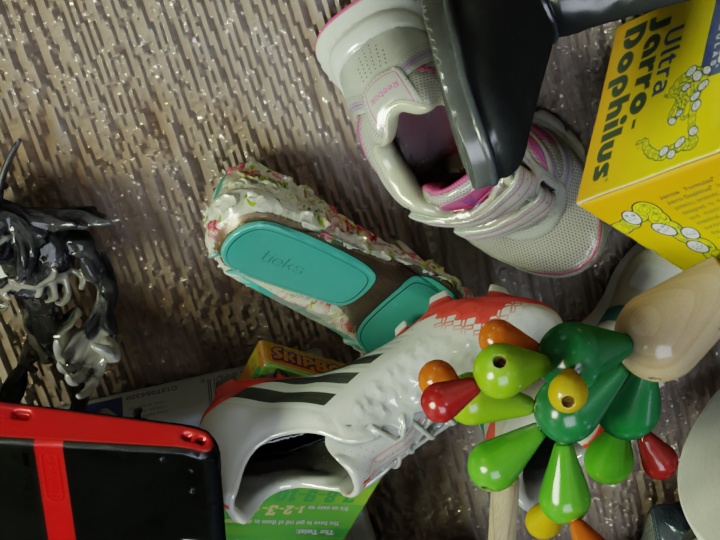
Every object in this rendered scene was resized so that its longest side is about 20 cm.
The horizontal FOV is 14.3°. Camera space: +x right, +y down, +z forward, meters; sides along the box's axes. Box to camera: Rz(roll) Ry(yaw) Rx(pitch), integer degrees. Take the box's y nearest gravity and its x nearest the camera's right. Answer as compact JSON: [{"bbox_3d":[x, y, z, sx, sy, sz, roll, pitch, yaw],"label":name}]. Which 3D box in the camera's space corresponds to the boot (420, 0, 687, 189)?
[{"bbox_3d":[0.130,-0.128,1.357,0.199,0.165,0.066,-13,140,3],"label":"boot"}]

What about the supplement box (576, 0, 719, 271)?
[{"bbox_3d":[0.224,-0.047,1.447,0.200,0.109,0.109,30,150,-28],"label":"supplement box"}]

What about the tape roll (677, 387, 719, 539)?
[{"bbox_3d":[0.267,0.096,1.534,0.202,0.203,0.037,-25,124,12],"label":"tape roll"}]

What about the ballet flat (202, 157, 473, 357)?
[{"bbox_3d":[0.000,0.000,1.504,0.076,0.064,0.200,-39,126,23],"label":"ballet flat"}]

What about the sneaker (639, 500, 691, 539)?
[{"bbox_3d":[0.157,0.219,1.699,0.086,0.078,0.200,2,129,-6],"label":"sneaker"}]

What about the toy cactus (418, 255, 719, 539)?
[{"bbox_3d":[0.122,0.060,1.420,0.165,0.102,0.200,-39,141,8],"label":"toy cactus"}]

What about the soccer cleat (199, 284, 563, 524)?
[{"bbox_3d":[0.013,0.072,1.469,0.199,0.085,0.069,-18,132,5],"label":"soccer cleat"}]

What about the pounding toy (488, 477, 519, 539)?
[{"bbox_3d":[0.054,0.225,1.591,0.142,0.201,0.184,-18,174,6],"label":"pounding toy"}]

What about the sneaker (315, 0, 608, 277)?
[{"bbox_3d":[0.055,-0.050,1.455,0.081,0.088,0.200,-38,125,21],"label":"sneaker"}]

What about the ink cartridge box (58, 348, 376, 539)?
[{"bbox_3d":[-0.094,0.147,1.625,0.196,0.043,0.200,-13,128,2],"label":"ink cartridge box"}]

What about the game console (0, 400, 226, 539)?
[{"bbox_3d":[-0.155,0.139,1.484,0.176,0.031,0.200,3,138,5],"label":"game console"}]

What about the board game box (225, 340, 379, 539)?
[{"bbox_3d":[-0.052,0.130,1.574,0.095,0.030,0.200,16,120,-22],"label":"board game box"}]

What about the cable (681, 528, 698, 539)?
[{"bbox_3d":[0.180,0.228,1.627,0.097,0.050,0.200,33,132,2],"label":"cable"}]

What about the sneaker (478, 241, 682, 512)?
[{"bbox_3d":[0.145,0.056,1.552,0.070,0.094,0.200,35,117,-31],"label":"sneaker"}]

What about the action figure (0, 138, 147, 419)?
[{"bbox_3d":[-0.170,0.038,1.470,0.118,0.102,0.201,-8,118,19],"label":"action figure"}]
